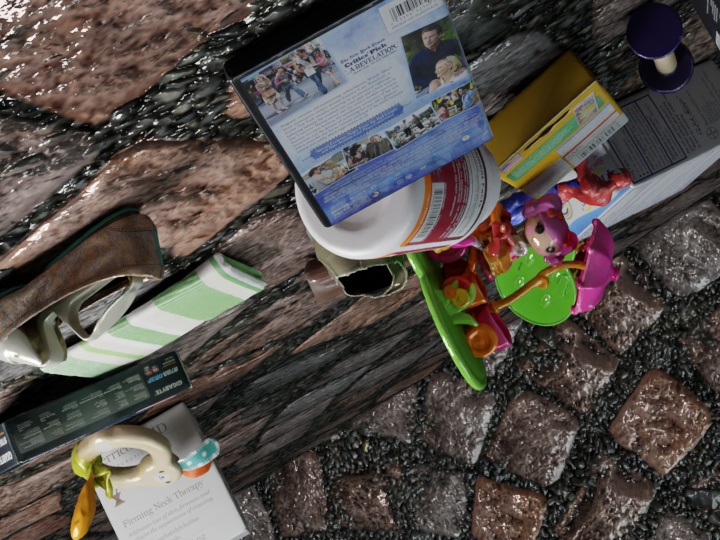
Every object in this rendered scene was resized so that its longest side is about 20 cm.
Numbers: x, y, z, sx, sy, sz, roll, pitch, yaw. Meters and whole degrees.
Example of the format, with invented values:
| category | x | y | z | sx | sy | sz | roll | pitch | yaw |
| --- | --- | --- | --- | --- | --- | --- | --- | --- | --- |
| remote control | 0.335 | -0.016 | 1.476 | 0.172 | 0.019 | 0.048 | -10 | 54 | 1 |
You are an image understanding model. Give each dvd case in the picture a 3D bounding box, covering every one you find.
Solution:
| category | x | y | z | sx | sy | sz | roll | pitch | yaw |
| --- | --- | --- | --- | --- | --- | --- | --- | --- | --- |
| dvd case | 0.006 | -0.111 | 0.840 | 0.142 | 0.018 | 0.200 | -28 | 150 | 3 |

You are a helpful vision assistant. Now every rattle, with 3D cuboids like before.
| category | x | y | z | sx | sy | sz | roll | pitch | yaw |
| --- | --- | --- | --- | --- | --- | --- | --- | --- | --- |
| rattle | -0.272 | 0.282 | 1.633 | 0.199 | 0.143 | 0.131 | 23 | 114 | -31 |

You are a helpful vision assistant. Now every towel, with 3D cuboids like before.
| category | x | y | z | sx | sy | sz | roll | pitch | yaw |
| --- | --- | --- | --- | --- | --- | --- | --- | --- | --- |
| towel | -0.196 | 0.047 | 1.216 | 0.199 | 0.024 | 0.153 | -29 | 169 | 6 |

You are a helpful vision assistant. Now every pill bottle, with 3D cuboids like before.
| category | x | y | z | sx | sy | sz | roll | pitch | yaw |
| --- | --- | --- | --- | --- | --- | --- | --- | --- | --- |
| pill bottle | 0.040 | -0.071 | 1.040 | 0.113 | 0.114 | 0.200 | -34 | 168 | 26 |

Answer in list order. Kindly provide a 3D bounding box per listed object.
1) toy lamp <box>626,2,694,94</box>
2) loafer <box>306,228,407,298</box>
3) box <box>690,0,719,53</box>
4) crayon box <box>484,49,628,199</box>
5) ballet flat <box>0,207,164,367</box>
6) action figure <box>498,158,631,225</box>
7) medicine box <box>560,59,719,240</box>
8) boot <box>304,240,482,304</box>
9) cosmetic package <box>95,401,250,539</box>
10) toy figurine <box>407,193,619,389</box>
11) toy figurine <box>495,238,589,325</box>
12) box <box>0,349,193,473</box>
| category | x | y | z | sx | sy | sz | roll | pitch | yaw |
| --- | --- | --- | --- | --- | --- | --- | --- | --- | --- |
| toy lamp | 0.293 | -0.210 | 1.223 | 0.058 | 0.059 | 0.200 | -32 | 166 | 14 |
| loafer | 0.000 | 0.000 | 1.241 | 0.075 | 0.070 | 0.200 | -21 | 161 | 14 |
| box | 0.311 | -0.234 | 0.946 | 0.114 | 0.133 | 0.200 | -30 | 170 | 12 |
| crayon box | 0.182 | -0.138 | 1.206 | 0.126 | 0.052 | 0.200 | -42 | 165 | 13 |
| ballet flat | -0.226 | 0.031 | 0.931 | 0.199 | 0.068 | 0.068 | -33 | 168 | 19 |
| action figure | 0.217 | -0.111 | 1.447 | 0.199 | 0.100 | 0.065 | -8 | 162 | 32 |
| medicine box | 0.340 | -0.142 | 1.532 | 0.199 | 0.104 | 0.182 | -24 | 168 | -22 |
| boot | 0.046 | -0.020 | 1.400 | 0.199 | 0.065 | 0.186 | -29 | 162 | 19 |
| cosmetic package | -0.275 | 0.324 | 1.802 | 0.166 | 0.201 | 0.166 | -28 | 170 | -8 |
| toy figurine | 0.157 | -0.009 | 1.242 | 0.183 | 0.201 | 0.150 | -25 | -167 | 12 |
| toy figurine | 0.334 | -0.037 | 2.049 | 0.184 | 0.150 | 0.201 | -38 | 153 | -43 |
| box | -0.293 | 0.152 | 1.318 | 0.199 | 0.046 | 0.159 | -23 | 177 | -31 |
